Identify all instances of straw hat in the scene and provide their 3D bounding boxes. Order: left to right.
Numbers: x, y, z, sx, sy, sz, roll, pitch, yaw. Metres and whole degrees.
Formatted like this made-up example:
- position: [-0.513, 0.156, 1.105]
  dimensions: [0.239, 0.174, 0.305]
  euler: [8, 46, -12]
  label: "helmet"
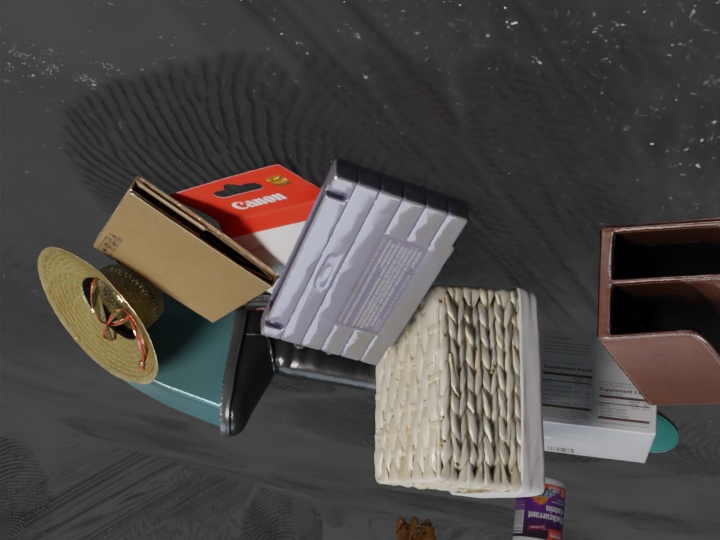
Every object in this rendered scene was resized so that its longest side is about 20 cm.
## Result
- position: [-0.279, 0.034, 0.997]
  dimensions: [0.199, 0.085, 0.203]
  euler: [27, 139, 26]
  label: "straw hat"

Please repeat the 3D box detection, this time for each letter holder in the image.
- position: [0.302, 0.043, 0.741]
  dimensions: [0.140, 0.102, 0.200]
  euler: [-5, 155, 30]
  label: "letter holder"

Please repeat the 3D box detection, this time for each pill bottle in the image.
- position: [0.401, 0.573, 1.906]
  dimensions: [0.109, 0.203, 0.112]
  euler: [8, 160, 3]
  label: "pill bottle"

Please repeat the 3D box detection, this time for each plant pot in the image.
- position: [-0.229, 0.105, 1.110]
  dimensions: [0.197, 0.143, 0.142]
  euler: [19, 159, -2]
  label: "plant pot"

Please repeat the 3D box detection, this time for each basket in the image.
- position: [0.094, 0.122, 0.850]
  dimensions: [0.122, 0.204, 0.135]
  euler: [8, 163, -28]
  label: "basket"

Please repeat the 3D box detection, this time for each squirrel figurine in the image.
- position: [0.217, 1.021, 3.145]
  dimensions: [0.140, 0.203, 0.186]
  euler: [24, 165, -21]
  label: "squirrel figurine"

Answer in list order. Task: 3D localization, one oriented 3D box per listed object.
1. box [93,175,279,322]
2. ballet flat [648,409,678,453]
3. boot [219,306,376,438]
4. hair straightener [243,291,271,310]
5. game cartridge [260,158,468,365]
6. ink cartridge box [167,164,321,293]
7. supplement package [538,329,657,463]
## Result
- position: [-0.186, -0.012, 0.875]
  dimensions: [0.162, 0.021, 0.199]
  euler: [35, 154, -16]
  label: "box"
- position: [0.354, 0.211, 1.213]
  dimensions: [0.197, 0.073, 0.072]
  euler: [12, 159, -4]
  label: "ballet flat"
- position: [-0.062, 0.127, 1.015]
  dimensions: [0.196, 0.167, 0.066]
  euler: [8, 159, -5]
  label: "boot"
- position: [-0.083, 0.025, 0.974]
  dimensions: [0.197, 0.042, 0.077]
  euler: [8, 159, 19]
  label: "hair straightener"
- position: [0.000, 0.000, 0.758]
  dimensions: [0.128, 0.039, 0.201]
  euler: [14, 132, -19]
  label: "game cartridge"
- position: [-0.067, -0.025, 0.811]
  dimensions: [0.158, 0.048, 0.199]
  euler: [-8, 154, 39]
  label: "ink cartridge box"
- position: [0.249, 0.150, 1.020]
  dimensions: [0.197, 0.113, 0.156]
  euler: [5, 158, 16]
  label: "supplement package"
